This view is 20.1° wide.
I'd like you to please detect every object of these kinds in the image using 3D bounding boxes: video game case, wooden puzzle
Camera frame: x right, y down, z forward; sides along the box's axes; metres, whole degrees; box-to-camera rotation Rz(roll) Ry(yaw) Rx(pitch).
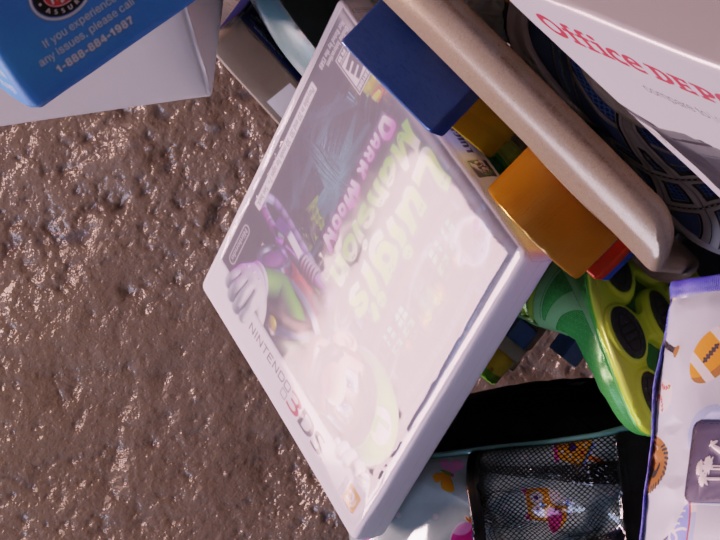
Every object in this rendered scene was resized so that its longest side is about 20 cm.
[{"bbox_3d":[0.000,0.000,1.001,0.023,0.200,0.182,-4,-133,-38],"label":"video game case"},{"bbox_3d":[0.062,-0.058,0.861,0.185,0.046,0.200,47,-175,10],"label":"wooden puzzle"}]

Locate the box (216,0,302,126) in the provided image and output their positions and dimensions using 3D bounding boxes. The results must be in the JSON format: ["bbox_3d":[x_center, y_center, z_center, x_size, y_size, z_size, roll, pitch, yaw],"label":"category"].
[{"bbox_3d":[-0.014,-0.124,1.154,0.121,0.032,0.200,47,-153,-12],"label":"box"}]

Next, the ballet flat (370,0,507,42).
[{"bbox_3d":[0.005,-0.168,1.073,0.200,0.072,0.072,36,179,-25],"label":"ballet flat"}]

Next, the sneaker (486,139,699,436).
[{"bbox_3d":[0.103,-0.001,0.990,0.074,0.084,0.200,-7,-124,-35],"label":"sneaker"}]

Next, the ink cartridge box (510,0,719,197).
[{"bbox_3d":[0.156,-0.054,0.636,0.200,0.084,0.145,37,179,-34],"label":"ink cartridge box"}]

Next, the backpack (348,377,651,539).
[{"bbox_3d":[0.091,0.131,1.066,0.199,0.154,0.176,0,-175,25],"label":"backpack"}]

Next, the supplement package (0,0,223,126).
[{"bbox_3d":[-0.179,-0.152,1.028,0.117,0.199,0.118,-87,-13,-49],"label":"supplement package"}]

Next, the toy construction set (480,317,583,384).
[{"bbox_3d":[0.055,0.007,1.119,0.131,0.092,0.200,37,169,-7],"label":"toy construction set"}]

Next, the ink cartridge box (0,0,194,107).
[{"bbox_3d":[-0.120,-0.183,0.718,0.200,0.146,0.084,57,171,-23],"label":"ink cartridge box"}]

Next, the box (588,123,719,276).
[{"bbox_3d":[0.177,-0.015,1.120,0.148,0.104,0.200,36,179,43],"label":"box"}]

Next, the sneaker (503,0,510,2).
[{"bbox_3d":[0.015,-0.162,0.751,0.088,0.075,0.200,36,178,23],"label":"sneaker"}]

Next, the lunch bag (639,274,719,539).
[{"bbox_3d":[0.216,0.090,0.833,0.199,0.171,0.124,4,166,17],"label":"lunch bag"}]

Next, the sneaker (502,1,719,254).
[{"bbox_3d":[0.147,-0.060,0.892,0.200,0.076,0.077,35,-176,-16],"label":"sneaker"}]

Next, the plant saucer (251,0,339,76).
[{"bbox_3d":[-0.002,-0.136,1.120,0.200,0.027,0.200,39,-153,-24],"label":"plant saucer"}]
